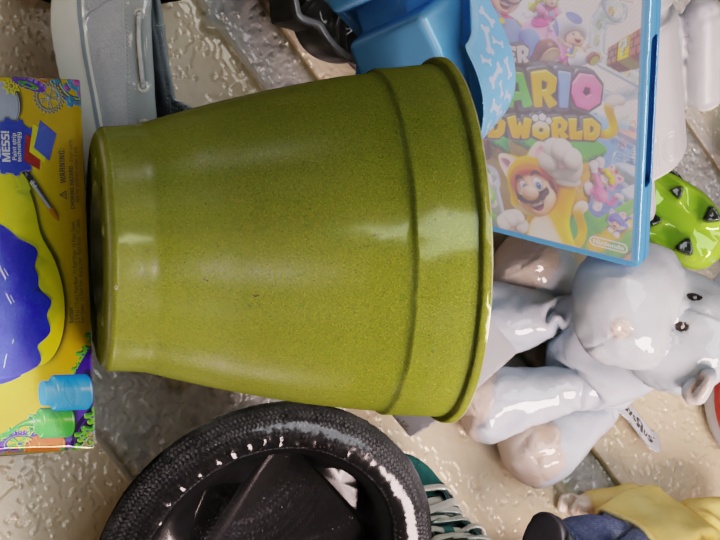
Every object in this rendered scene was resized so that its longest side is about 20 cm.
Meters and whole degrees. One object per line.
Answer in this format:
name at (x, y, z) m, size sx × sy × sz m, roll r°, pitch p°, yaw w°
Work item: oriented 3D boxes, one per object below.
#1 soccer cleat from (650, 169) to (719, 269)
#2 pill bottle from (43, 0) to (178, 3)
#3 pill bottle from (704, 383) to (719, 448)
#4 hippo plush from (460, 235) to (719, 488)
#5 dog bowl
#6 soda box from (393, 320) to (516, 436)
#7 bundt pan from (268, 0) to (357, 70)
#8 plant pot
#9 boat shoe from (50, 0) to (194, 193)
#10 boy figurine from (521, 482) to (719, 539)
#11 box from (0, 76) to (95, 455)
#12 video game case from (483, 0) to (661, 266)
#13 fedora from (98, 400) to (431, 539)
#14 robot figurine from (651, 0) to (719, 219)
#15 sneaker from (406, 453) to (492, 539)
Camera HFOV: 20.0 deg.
soccer cleat at (0.164, -0.074, 1.374) m, size 0.068 × 0.081 × 0.200 m, roll -44°, pitch 85°, yaw -4°
pill bottle at (-0.146, -0.261, 1.192) m, size 0.112 × 0.112 × 0.200 m, roll -2°, pitch 85°, yaw -29°
pill bottle at (0.329, 0.082, 1.367) m, size 0.112 × 0.200 × 0.113 m, roll 3°, pitch 83°, yaw -28°
hippo plush at (0.163, 0.061, 1.299) m, size 0.200 × 0.161 × 0.160 m, roll 33°, pitch 69°, yaw -22°
dog bowl at (0.022, -0.156, 1.193) m, size 0.050 × 0.111 × 0.200 m, roll -33°, pitch 100°, yaw -41°
soda box at (0.000, 0.000, 1.247) m, size 0.068 × 0.064 × 0.200 m, roll -39°, pitch 89°, yaw -26°
bundt pan at (0.007, -0.214, 1.292) m, size 0.202 × 0.076 × 0.202 m, roll 4°, pitch 83°, yaw -29°
plant pot at (-0.048, -0.013, 1.103) m, size 0.192 × 0.200 × 0.201 m, roll -2°, pitch 85°, yaw -12°
boat shoe at (-0.121, -0.075, 1.168) m, size 0.071 × 0.070 × 0.201 m, roll -7°, pitch 120°, yaw 9°
boy figurine at (0.185, 0.179, 1.335) m, size 0.200 × 0.124 × 0.065 m, roll -1°, pitch 115°, yaw -50°
box at (-0.255, 0.003, 1.096) m, size 0.192 × 0.122 × 0.200 m, roll -1°, pitch 85°, yaw -28°
video game case at (0.106, -0.108, 1.206) m, size 0.018 × 0.143 × 0.200 m, roll -39°, pitch 136°, yaw -47°
fedora at (-0.060, 0.152, 1.184) m, size 0.200 × 0.092 × 0.201 m, roll -3°, pitch 110°, yaw -9°
robot figurine at (0.141, -0.125, 1.261) m, size 0.169 × 0.113 × 0.200 m, roll -10°, pitch 115°, yaw -1°
sneaker at (0.057, 0.176, 1.221) m, size 0.071 × 0.080 × 0.200 m, roll -5°, pitch 46°, yaw -25°
